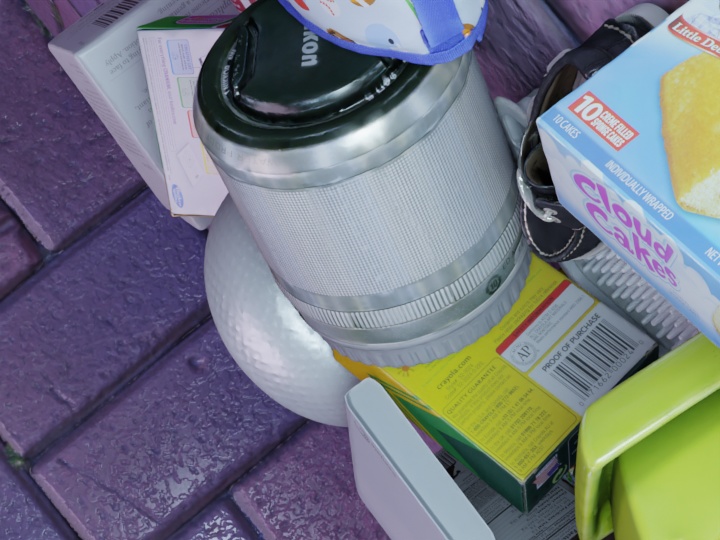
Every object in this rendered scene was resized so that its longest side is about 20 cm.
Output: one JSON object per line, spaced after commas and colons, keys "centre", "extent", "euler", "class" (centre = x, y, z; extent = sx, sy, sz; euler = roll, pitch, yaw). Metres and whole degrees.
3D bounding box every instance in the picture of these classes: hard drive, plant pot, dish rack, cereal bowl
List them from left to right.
{"centre": [0.000, 0.000, 1.270], "extent": [0.200, 0.200, 0.083], "euler": [52, 146, -2], "class": "cereal bowl"}
{"centre": [0.039, 0.158, 1.224], "extent": [0.132, 0.027, 0.200], "euler": [52, 167, 19], "class": "hard drive"}
{"centre": [0.162, -0.018, 1.110], "extent": [0.172, 0.043, 0.200], "euler": [44, 168, 38], "class": "dish rack"}
{"centre": [0.214, 0.121, 0.928], "extent": [0.182, 0.199, 0.199], "euler": [56, 174, 21], "class": "plant pot"}

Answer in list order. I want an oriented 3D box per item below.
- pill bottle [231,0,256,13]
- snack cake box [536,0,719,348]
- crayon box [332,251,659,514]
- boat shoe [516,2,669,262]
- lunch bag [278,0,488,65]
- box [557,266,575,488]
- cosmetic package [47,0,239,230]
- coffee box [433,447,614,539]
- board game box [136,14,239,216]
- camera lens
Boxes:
{"centre": [-0.025, -0.185, 1.165], "extent": [0.200, 0.113, 0.113], "euler": [56, 170, -26], "class": "pill bottle"}
{"centre": [0.180, -0.021, 0.761], "extent": [0.200, 0.115, 0.067], "euler": [45, 169, 33], "class": "snack cake box"}
{"centre": [0.070, 0.041, 1.173], "extent": [0.200, 0.127, 0.051], "euler": [39, 160, 26], "class": "crayon box"}
{"centre": [0.111, -0.058, 0.968], "extent": [0.074, 0.060, 0.200], "euler": [56, 155, 15], "class": "boat shoe"}
{"centre": [-0.013, -0.213, 0.967], "extent": [0.200, 0.124, 0.170], "euler": [52, 172, 50], "class": "lunch bag"}
{"centre": [0.179, 0.119, 1.319], "extent": [0.193, 0.122, 0.200], "euler": [49, 170, 18], "class": "box"}
{"centre": [-0.156, -0.171, 1.728], "extent": [0.200, 0.165, 0.165], "euler": [56, 171, -19], "class": "cosmetic package"}
{"centre": [0.118, 0.194, 1.273], "extent": [0.113, 0.080, 0.200], "euler": [58, 169, -24], "class": "coffee box"}
{"centre": [-0.068, -0.114, 1.408], "extent": [0.199, 0.040, 0.154], "euler": [4, 112, 34], "class": "board game box"}
{"centre": [0.005, -0.061, 1.083], "extent": [0.160, 0.160, 0.200], "euler": [43, 165, 45], "class": "camera lens"}
